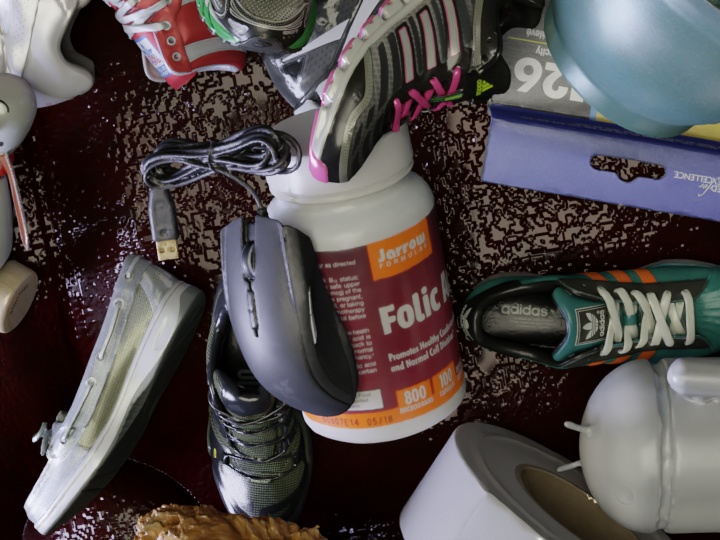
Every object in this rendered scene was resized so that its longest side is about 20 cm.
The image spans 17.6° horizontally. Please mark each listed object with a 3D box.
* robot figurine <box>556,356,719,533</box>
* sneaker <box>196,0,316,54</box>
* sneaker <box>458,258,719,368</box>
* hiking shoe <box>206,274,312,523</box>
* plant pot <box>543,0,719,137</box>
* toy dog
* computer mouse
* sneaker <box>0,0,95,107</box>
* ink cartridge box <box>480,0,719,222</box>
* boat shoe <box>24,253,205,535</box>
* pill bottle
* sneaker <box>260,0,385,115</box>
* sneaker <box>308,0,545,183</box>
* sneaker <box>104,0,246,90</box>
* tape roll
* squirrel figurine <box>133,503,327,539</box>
[{"bbox_3d":[0.229,0.114,1.517,0.198,0.114,0.170,-1,137,-1],"label":"robot figurine"},{"bbox_3d":[-0.058,-0.221,1.473,0.077,0.201,0.085,8,145,-10],"label":"sneaker"},{"bbox_3d":[0.164,0.034,1.538,0.198,0.080,0.072,-3,99,10],"label":"sneaker"},{"bbox_3d":[-0.078,0.093,1.580,0.075,0.101,0.202,-3,99,11],"label":"hiking shoe"},{"bbox_3d":[0.194,-0.167,1.416,0.200,0.200,0.134,42,130,1],"label":"plant pot"},{"bbox_3d":[-0.271,-0.033,1.567,0.131,0.096,0.201,9,126,19],"label":"toy dog"},{"bbox_3d":[-0.081,0.007,1.482,0.140,0.046,0.201,2,116,39],"label":"computer mouse"},{"bbox_3d":[-0.225,-0.206,1.576,0.099,0.078,0.202,-11,107,5],"label":"sneaker"},{"bbox_3d":[0.186,-0.139,1.526,0.196,0.047,0.202,9,99,7],"label":"ink cartridge box"},{"bbox_3d":[-0.180,0.088,1.615,0.064,0.074,0.203,31,99,9],"label":"boat shoe"},{"bbox_3d":[0.000,0.000,1.523,0.113,0.114,0.201,-7,113,11],"label":"pill bottle"},{"bbox_3d":[0.009,-0.182,1.533,0.200,0.066,0.091,-42,91,19],"label":"sneaker"},{"bbox_3d":[0.045,-0.124,1.429,0.087,0.074,0.200,33,69,11],"label":"sneaker"},{"bbox_3d":[-0.158,-0.184,1.528,0.198,0.071,0.113,10,88,-16],"label":"sneaker"},{"bbox_3d":[0.125,0.185,1.510,0.202,0.202,0.071,35,104,2],"label":"tape roll"},{"bbox_3d":[-0.091,0.222,1.575,0.186,0.141,0.201,29,140,34],"label":"squirrel figurine"}]
